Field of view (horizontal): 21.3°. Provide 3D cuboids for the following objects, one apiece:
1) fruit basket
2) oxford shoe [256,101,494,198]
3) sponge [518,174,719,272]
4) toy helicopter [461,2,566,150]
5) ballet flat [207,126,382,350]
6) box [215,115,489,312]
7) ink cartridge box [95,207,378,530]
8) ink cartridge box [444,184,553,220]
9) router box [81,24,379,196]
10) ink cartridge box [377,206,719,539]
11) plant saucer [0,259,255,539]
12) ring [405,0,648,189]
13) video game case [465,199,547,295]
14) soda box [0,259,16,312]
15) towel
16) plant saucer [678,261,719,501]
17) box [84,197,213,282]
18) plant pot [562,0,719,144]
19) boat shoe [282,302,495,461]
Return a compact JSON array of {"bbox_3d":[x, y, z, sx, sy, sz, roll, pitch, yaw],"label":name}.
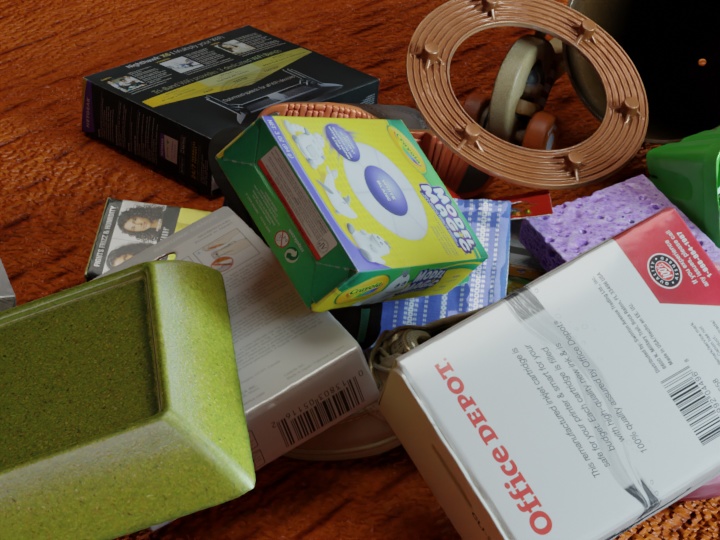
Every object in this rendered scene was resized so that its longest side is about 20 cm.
[{"bbox_3d":[0.341,-0.060,1.432,0.215,0.156,0.216,-5,18,2],"label":"fruit basket"},{"bbox_3d":[0.007,-0.102,1.540,0.200,0.071,0.073,11,21,-18],"label":"oxford shoe"},{"bbox_3d":[0.211,0.009,1.366,0.111,0.030,0.200,-17,44,-23],"label":"sponge"},{"bbox_3d":[0.156,-0.182,1.644,0.079,0.132,0.200,17,31,20],"label":"toy helicopter"},{"bbox_3d":[-0.036,-0.036,1.258,0.068,0.068,0.200,-17,60,-28],"label":"ballet flat"},{"bbox_3d":[0.006,-0.038,1.201,0.117,0.048,0.200,58,25,14],"label":"box"},{"bbox_3d":[-0.105,0.055,1.187,0.160,0.047,0.200,-30,37,-12],"label":"ink cartridge box"},{"bbox_3d":[0.040,-0.062,1.413,0.200,0.047,0.160,-5,8,5],"label":"ink cartridge box"},{"bbox_3d":[-0.108,-0.138,1.598,0.157,0.052,0.200,27,35,34],"label":"router box"},{"bbox_3d":[0.131,0.078,1.105,0.200,0.084,0.144,-27,74,-18],"label":"ink cartridge box"},{"bbox_3d":[-0.171,0.074,1.105,0.199,0.048,0.200,-19,39,4],"label":"plant saucer"},{"bbox_3d":[0.134,-0.148,1.505,0.200,0.019,0.201,7,54,-10],"label":"ring"},{"bbox_3d":[0.112,0.006,1.416,0.143,0.018,0.200,11,29,7],"label":"video game case"},{"bbox_3d":[-0.286,-0.001,1.305,0.068,0.064,0.200,-6,31,-19],"label":"soda box"},{"bbox_3d":[0.000,0.000,1.287,0.200,0.024,0.145,6,55,2],"label":"towel"},{"bbox_3d":[0.200,0.075,1.229,0.200,0.051,0.201,-4,42,4],"label":"plant saucer"},{"bbox_3d":[-0.085,0.004,1.326,0.200,0.050,0.075,9,53,4],"label":"box"},{"bbox_3d":[0.294,-0.185,1.631,0.187,0.187,0.200,22,5,27],"label":"plant pot"},{"bbox_3d":[0.031,0.062,1.199,0.200,0.065,0.072,-15,40,5],"label":"boat shoe"}]
